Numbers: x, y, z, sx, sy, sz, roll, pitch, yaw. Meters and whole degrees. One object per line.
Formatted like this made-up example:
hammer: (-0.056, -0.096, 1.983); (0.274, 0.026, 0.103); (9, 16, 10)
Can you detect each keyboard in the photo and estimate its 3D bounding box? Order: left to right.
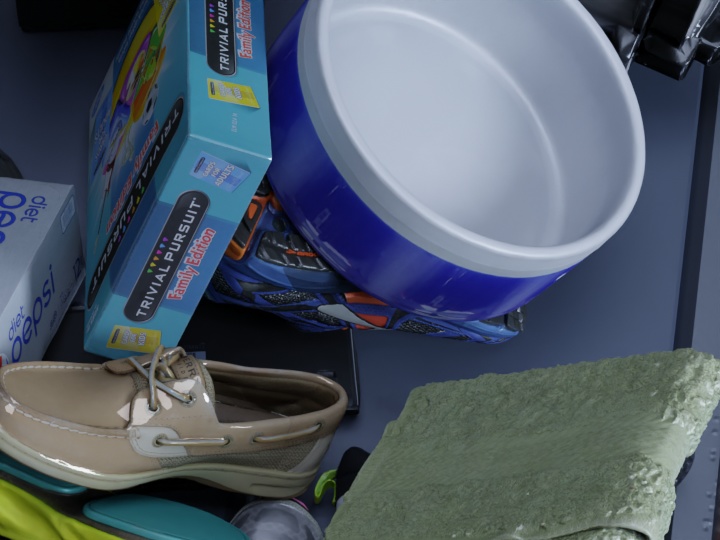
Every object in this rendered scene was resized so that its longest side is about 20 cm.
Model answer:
keyboard: (-0.099, 0.072, 1.506); (0.199, 0.021, 0.127); (-3, 57, -4)

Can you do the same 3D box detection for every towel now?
towel: (0.074, 0.100, 1.361); (0.199, 0.037, 0.149); (-12, 31, 34)

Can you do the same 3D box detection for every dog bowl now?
dog bowl: (0.047, -0.077, 1.480); (0.199, 0.079, 0.201); (16, 55, -24)

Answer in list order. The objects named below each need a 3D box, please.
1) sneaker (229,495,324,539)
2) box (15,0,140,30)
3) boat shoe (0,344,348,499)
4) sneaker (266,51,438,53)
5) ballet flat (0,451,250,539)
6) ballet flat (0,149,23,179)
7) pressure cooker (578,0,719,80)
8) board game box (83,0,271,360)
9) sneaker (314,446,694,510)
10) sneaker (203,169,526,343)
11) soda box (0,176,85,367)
sneaker: (-0.060, 0.196, 1.403); (0.073, 0.088, 0.200); (17, 63, 5)
box: (-0.124, -0.237, 1.564); (0.148, 0.200, 0.125); (-1, 64, -5)
boat shoe: (-0.100, 0.066, 1.409); (0.199, 0.065, 0.071); (8, 37, -35)
sneaker: (-0.036, -0.073, 1.563); (0.085, 0.078, 0.200); (32, 56, 21)
ballet flat: (-0.141, 0.135, 1.429); (0.199, 0.067, 0.067); (20, 105, 26)
ballet flat: (-0.274, -0.076, 1.565); (0.199, 0.057, 0.066); (26, 19, 10)
pressure cooker: (0.155, -0.210, 1.576); (0.199, 0.176, 0.179); (24, 35, 7)
board game box: (-0.097, -0.072, 1.469); (0.047, 0.151, 0.200); (16, 38, -17)
sneaker: (0.075, 0.099, 1.472); (0.199, 0.072, 0.083); (-14, 63, -11)
sneaker: (0.000, 0.000, 1.507); (0.199, 0.078, 0.076); (16, 55, -24)
soda box: (-0.205, 0.033, 1.451); (0.068, 0.064, 0.200); (7, 39, 13)
